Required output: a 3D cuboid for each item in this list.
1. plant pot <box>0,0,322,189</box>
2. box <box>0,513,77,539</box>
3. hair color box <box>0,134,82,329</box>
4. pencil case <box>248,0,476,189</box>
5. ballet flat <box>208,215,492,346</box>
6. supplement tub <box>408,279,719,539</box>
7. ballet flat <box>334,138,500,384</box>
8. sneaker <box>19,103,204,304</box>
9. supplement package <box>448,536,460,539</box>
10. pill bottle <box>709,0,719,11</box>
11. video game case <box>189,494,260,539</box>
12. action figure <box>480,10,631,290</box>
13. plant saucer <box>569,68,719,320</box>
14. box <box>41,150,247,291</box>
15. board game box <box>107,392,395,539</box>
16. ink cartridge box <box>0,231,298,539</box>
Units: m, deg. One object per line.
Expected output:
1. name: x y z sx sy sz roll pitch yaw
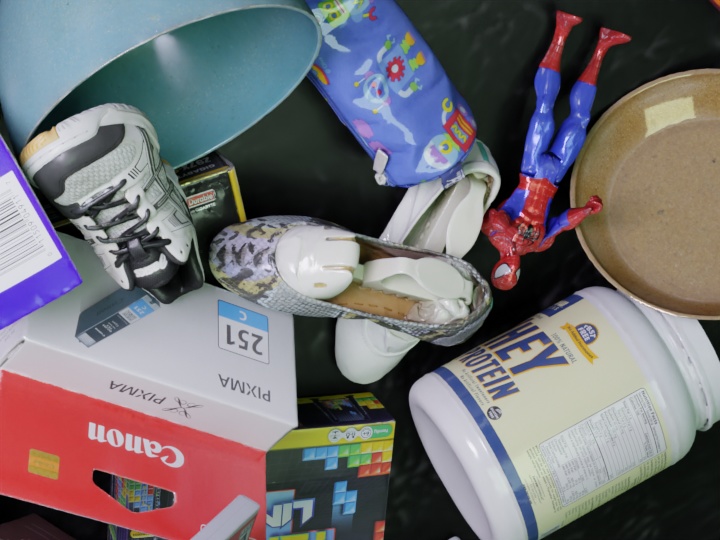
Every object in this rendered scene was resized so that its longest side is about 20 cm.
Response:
1. plant pot: -0.142 -0.157 1.233 0.200 0.200 0.135 -25 74 -12
2. box: -0.228 0.281 1.323 0.164 0.200 0.166 30 100 14
3. hair color box: -0.239 -0.056 1.211 0.065 0.200 0.109 -29 119 -7
4. pencil case: -0.001 -0.139 1.345 0.087 0.078 0.200 -52 122 -22
5. ballet flat: 0.000 0.000 1.344 0.200 0.072 0.072 14 105 -19
6. supplement tub: 0.152 0.101 1.468 0.200 0.145 0.145 -28 119 -10
7. ballet flat: 0.041 -0.001 1.427 0.069 0.069 0.200 20 102 -28
8. sneaker: -0.137 -0.035 1.215 0.076 0.088 0.200 -28 162 7
9. supplement package: 0.092 0.329 1.554 0.117 0.117 0.200 -35 120 -6
10. pill bottle: 0.266 -0.243 1.393 0.200 0.114 0.114 37 94 -29
11. video game case: -0.127 0.246 1.231 0.017 0.143 0.200 29 122 14
12. action figure: 0.139 -0.075 1.406 0.065 0.099 0.200 17 98 -20
13. plant saucer: 0.251 -0.050 1.446 0.200 0.200 0.035 -33 155 -7
14. box: -0.167 0.024 1.362 0.200 0.049 0.160 -19 118 -15
15. board game box: -0.081 0.179 1.456 0.200 0.057 0.165 -4 111 -21
16. ink cartridge box: -0.134 0.079 1.277 0.200 0.176 0.045 20 138 -28
